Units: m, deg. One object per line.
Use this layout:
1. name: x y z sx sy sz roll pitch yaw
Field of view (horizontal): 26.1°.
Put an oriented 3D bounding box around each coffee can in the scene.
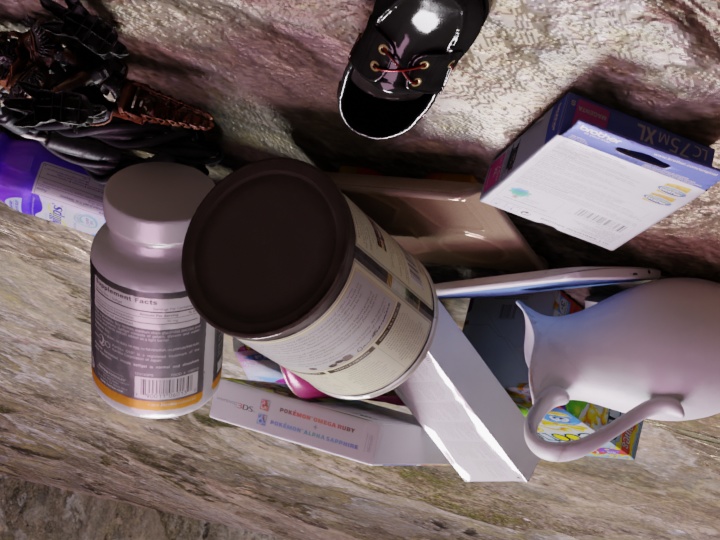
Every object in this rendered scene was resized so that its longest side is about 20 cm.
1. coffee can: -0.036 0.013 1.279 0.145 0.147 0.200 7 164 26

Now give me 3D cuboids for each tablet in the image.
1. tablet: 0.149 0.011 1.371 0.199 0.014 0.130 -7 175 44

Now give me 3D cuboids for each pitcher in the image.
1. pitcher: 0.235 0.089 1.323 0.198 0.172 0.122 -5 135 11

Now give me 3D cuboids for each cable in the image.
1. cable: -0.213 -0.107 1.355 0.199 0.051 0.163 12 162 11

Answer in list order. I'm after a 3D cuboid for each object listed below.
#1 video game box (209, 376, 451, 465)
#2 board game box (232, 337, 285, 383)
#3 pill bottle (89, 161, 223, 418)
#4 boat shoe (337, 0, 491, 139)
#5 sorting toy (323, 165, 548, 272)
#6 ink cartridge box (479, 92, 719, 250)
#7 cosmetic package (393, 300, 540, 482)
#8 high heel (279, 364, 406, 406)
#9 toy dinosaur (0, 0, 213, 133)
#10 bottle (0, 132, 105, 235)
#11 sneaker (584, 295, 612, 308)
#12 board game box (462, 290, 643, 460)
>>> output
1. video game box: -0.022 0.149 1.522 0.181 0.047 0.200 16 180 26
2. board game box: -0.022 0.079 1.588 0.198 0.041 0.200 -6 163 2
3. pill bottle: -0.171 0.017 1.322 0.116 0.117 0.201 13 124 10
4. boat shoe: 0.033 -0.144 1.024 0.073 0.063 0.201 21 160 -7
5. sorting toy: 0.051 -0.048 1.342 0.184 0.037 0.200 6 164 28
6. ink cartridge box: 0.176 -0.073 1.143 0.119 0.042 0.200 19 164 -10
7. cosmetic package: 0.087 0.114 1.451 0.082 0.051 0.200 -5 130 47
8. high heel: 0.003 0.094 1.454 0.095 0.068 0.200 -5 160 28
9. toy dinosaur: -0.215 -0.153 1.206 0.198 0.103 0.136 -3 177 0
10. bottle: -0.298 -0.084 1.472 0.199 0.066 0.084 18 163 -7
11. sneaker: 0.262 0.093 1.484 0.074 0.088 0.200 -2 156 38
12. board game box: 0.194 0.104 1.545 0.104 0.104 0.200 0 156 41
